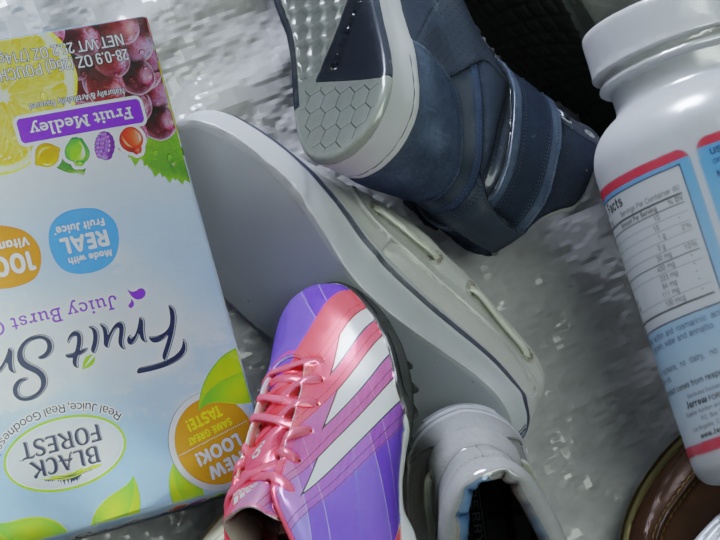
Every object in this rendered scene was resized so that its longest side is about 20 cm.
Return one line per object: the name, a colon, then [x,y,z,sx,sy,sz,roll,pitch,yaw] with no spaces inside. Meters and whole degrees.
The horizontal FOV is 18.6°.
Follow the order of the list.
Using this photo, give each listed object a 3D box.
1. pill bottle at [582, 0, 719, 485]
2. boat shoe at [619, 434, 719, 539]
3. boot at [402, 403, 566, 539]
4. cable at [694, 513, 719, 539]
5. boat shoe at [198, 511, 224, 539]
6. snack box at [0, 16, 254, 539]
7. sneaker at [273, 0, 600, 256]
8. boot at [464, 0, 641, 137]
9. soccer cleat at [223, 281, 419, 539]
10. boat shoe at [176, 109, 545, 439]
pill bottle: [0.163,-0.017,0.935,0.108,0.109,0.201,-13,81,-24]
boat shoe: [0.201,0.084,1.005,0.200,0.068,0.072,-34,91,-25]
boot: [0.057,0.160,0.886,0.073,0.096,0.201,-14,102,-2]
cable: [0.212,0.183,0.954,0.199,0.069,0.201,6,97,-24]
boat shoe: [-0.047,0.142,0.868,0.065,0.072,0.200,30,41,34]
snack box: [-0.144,0.012,0.886,0.168,0.068,0.201,-14,84,-25]
sneaker: [0.036,-0.099,0.985,0.146,0.077,0.203,27,45,-35]
boot: [0.132,-0.131,1.040,0.200,0.068,0.131,50,60,-12]
soccer cleat: [-0.020,0.078,0.845,0.073,0.068,0.201,19,44,-27]
boat shoe: [0.000,0.000,0.949,0.200,0.072,0.066,39,37,2]
